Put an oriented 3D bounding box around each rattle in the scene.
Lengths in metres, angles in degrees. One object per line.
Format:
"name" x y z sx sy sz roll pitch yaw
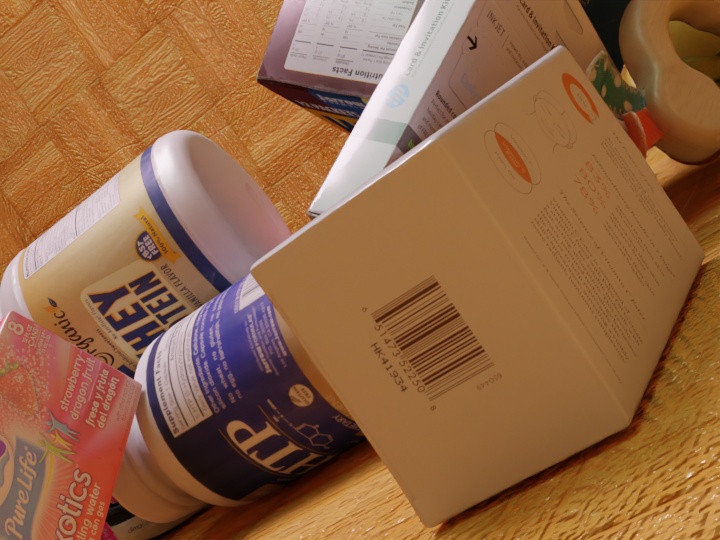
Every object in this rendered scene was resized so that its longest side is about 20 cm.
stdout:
"rattle" 0.175 -0.091 0.791 0.200 0.130 0.143 -45 11 -37

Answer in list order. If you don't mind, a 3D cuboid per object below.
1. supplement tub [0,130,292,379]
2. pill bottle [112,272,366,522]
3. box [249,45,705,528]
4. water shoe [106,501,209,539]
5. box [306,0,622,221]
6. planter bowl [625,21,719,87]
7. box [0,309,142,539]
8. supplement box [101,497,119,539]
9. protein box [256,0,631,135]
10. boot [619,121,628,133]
"supplement tub" -0.153 0.016 0.885 0.200 0.145 0.144 -37 3 14
"pill bottle" -0.065 0.072 0.777 0.200 0.120 0.120 -33 3 30
"box" 0.061 -0.004 0.551 0.097 0.125 0.200 -33 3 29
"water shoe" -0.103 0.114 0.920 0.200 0.079 0.071 -35 3 -11
"box" 0.067 -0.074 0.727 0.041 0.156 0.201 18 73 39
"planter bowl" 0.272 -0.196 0.974 0.200 0.084 0.201 -30 25 16
"box" -0.203 0.138 0.697 0.102 0.095 0.201 -31 36 39
"supplement box" -0.194 0.158 1.000 0.200 0.104 0.101 -34 3 -17
"protein box" 0.072 -0.171 0.837 0.135 0.198 0.201 16 85 40
"boot" 0.250 -0.136 1.172 0.200 0.066 0.175 -34 -5 32
